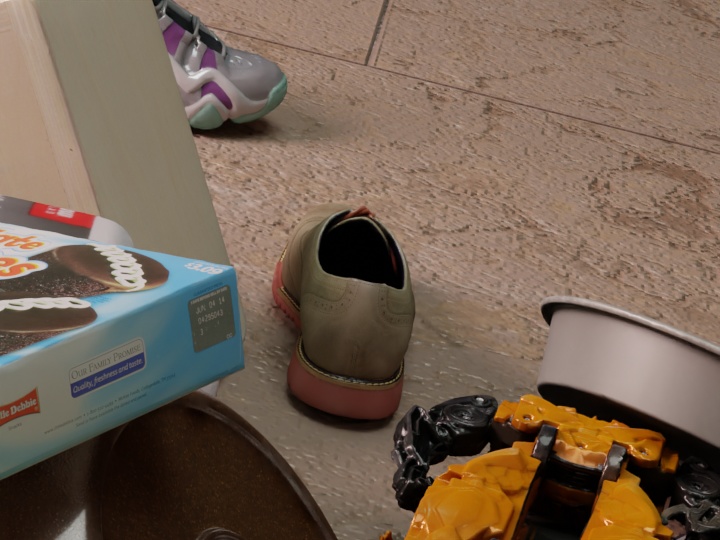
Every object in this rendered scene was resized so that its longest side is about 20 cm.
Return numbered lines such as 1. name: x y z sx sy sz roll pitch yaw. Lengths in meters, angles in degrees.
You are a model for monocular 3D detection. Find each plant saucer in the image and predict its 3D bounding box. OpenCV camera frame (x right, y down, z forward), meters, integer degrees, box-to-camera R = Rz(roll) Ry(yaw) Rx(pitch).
1. plant saucer: -0.048 0.113 0.835 0.200 0.032 0.200 45 30 -35

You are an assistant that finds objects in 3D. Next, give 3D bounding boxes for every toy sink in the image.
1. toy sink: -0.144 -0.033 1.179 0.112 0.200 0.130 -11 16 19

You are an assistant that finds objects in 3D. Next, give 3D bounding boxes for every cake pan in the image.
1. cake pan: 0.159 0.073 1.116 0.200 0.037 0.200 28 -8 4

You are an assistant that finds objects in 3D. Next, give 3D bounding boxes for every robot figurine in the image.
1. robot figurine: 0.070 0.108 0.997 0.145 0.058 0.200 17 22 9

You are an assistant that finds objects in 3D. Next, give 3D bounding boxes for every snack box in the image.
1. snack box: -0.148 0.017 0.825 0.200 0.037 0.116 10 24 40

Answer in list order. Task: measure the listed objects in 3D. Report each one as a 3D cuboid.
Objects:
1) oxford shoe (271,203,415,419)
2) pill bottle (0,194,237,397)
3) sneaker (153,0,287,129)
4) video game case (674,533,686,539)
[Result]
1. oxford shoe: 0.000 0.000 1.266 0.070 0.075 0.200 9 21 -10
2. pill bottle: -0.156 0.024 1.055 0.200 0.114 0.114 12 21 -4
3. sneaker: -0.129 -0.162 1.500 0.200 0.140 0.078 7 22 -17
4. video game case: 0.148 0.173 0.995 0.181 0.026 0.200 26 24 29
